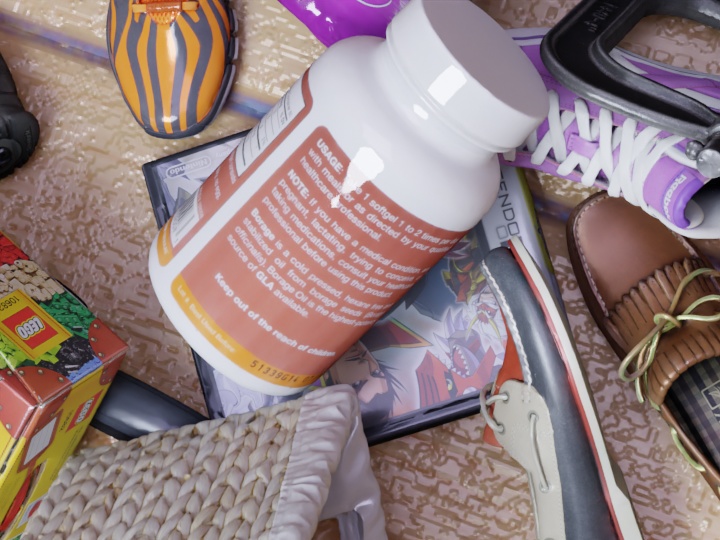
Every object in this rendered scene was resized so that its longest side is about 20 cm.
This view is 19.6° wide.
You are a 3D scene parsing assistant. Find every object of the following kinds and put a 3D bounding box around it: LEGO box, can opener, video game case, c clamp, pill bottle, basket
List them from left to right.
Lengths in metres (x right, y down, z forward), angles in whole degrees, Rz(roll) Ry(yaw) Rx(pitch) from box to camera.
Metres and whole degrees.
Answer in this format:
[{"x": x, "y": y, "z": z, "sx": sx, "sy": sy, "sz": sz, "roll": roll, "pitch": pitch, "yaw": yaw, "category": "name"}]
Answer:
[{"x": -0.226, "y": 0.073, "z": 1.058, "sx": 0.149, "sy": 0.077, "sz": 0.201, "roll": 40, "pitch": 125, "yaw": 11, "category": "LEGO box"}, {"x": -0.148, "y": 0.057, "z": 1.098, "sx": 0.199, "sy": 0.063, "sz": 0.079, "roll": 28, "pitch": 86, "yaw": 20, "category": "can opener"}, {"x": -0.066, "y": 0.187, "z": 0.989, "sx": 0.159, "sy": 0.200, "sz": 0.200, "roll": -9, "pitch": 108, "yaw": 10, "category": "basket"}, {"x": -0.004, "y": -0.040, "z": 1.019, "sx": 0.200, "sy": 0.112, "sz": 0.112, "roll": -44, "pitch": 78, "yaw": 26, "category": "pill bottle"}, {"x": 0.000, "y": 0.000, "z": 1.116, "sx": 0.198, "sy": 0.026, "sz": 0.182, "roll": -17, "pitch": 81, "yaw": 5, "category": "video game case"}, {"x": 0.176, "y": -0.094, "z": 1.037, "sx": 0.169, "sy": 0.200, "sz": 0.027, "roll": 19, "pitch": 122, "yaw": 10, "category": "c clamp"}]

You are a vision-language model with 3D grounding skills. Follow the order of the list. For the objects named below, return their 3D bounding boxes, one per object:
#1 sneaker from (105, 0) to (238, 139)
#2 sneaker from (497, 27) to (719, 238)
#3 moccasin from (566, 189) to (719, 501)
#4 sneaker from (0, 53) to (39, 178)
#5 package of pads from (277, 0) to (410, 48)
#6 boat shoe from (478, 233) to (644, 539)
[{"x": -0.112, "y": -0.176, "z": 1.110, "sx": 0.077, "sy": 0.112, "sz": 0.202, "roll": -4, "pitch": 82, "yaw": 7, "category": "sneaker"}, {"x": 0.126, "y": -0.066, "z": 1.042, "sx": 0.198, "sy": 0.115, "sz": 0.073, "roll": 6, "pitch": 117, "yaw": -3, "category": "sneaker"}, {"x": 0.168, "y": 0.048, "z": 1.061, "sx": 0.073, "sy": 0.078, "sz": 0.203, "roll": -25, "pitch": 80, "yaw": 3, "category": "moccasin"}, {"x": -0.278, "y": -0.071, "z": 1.147, "sx": 0.198, "sy": 0.076, "sz": 0.091, "roll": -21, "pitch": 70, "yaw": -3, "category": "sneaker"}, {"x": 0.030, "y": -0.205, "z": 1.070, "sx": 0.120, "sy": 0.076, "sz": 0.200, "roll": 36, "pitch": 103, "yaw": -9, "category": "package of pads"}, {"x": 0.093, "y": 0.083, "z": 1.054, "sx": 0.062, "sy": 0.071, "sz": 0.202, "roll": -18, "pitch": 101, "yaw": 8, "category": "boat shoe"}]
